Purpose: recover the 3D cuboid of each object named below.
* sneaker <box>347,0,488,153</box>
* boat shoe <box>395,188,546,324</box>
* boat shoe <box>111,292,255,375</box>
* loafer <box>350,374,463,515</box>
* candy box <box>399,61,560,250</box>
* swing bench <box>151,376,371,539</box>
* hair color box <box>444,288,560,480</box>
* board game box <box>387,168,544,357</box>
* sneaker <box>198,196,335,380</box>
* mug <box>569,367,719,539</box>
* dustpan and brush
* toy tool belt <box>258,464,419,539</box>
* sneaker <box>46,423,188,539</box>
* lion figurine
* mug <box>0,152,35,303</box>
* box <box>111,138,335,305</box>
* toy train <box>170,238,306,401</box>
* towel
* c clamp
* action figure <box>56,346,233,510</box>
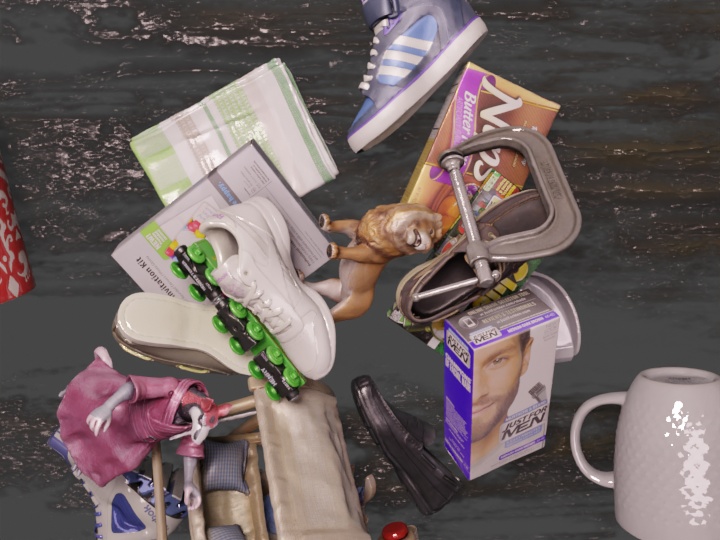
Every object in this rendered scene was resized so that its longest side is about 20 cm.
[{"bbox_3d":[0.024,-0.245,0.728,0.200,0.081,0.147,-43,91,8],"label":"sneaker"},{"bbox_3d":[0.125,-0.005,0.694,0.200,0.073,0.075,-40,101,9],"label":"boat shoe"},{"bbox_3d":[-0.170,0.077,0.736,0.200,0.060,0.073,18,58,-25],"label":"boat shoe"},{"bbox_3d":[0.056,0.202,0.808,0.070,0.068,0.202,-33,105,-5],"label":"loafer"},{"bbox_3d":[0.127,-0.116,0.760,0.116,0.056,0.202,23,101,-6],"label":"candy box"},{"bbox_3d":[-0.109,0.236,0.714,0.198,0.200,0.130,-26,143,10],"label":"swing bench"},{"bbox_3d":[0.154,0.130,0.749,0.108,0.065,0.202,-18,125,-18],"label":"hair color box"},{"bbox_3d":[0.128,0.000,0.745,0.104,0.023,0.201,33,103,-10],"label":"board game box"},{"bbox_3d":[-0.097,0.026,0.676,0.075,0.099,0.201,-35,80,42],"label":"sneaker"},{"bbox_3d":[0.351,0.209,0.794,0.198,0.147,0.178,0,95,28],"label":"mug"},{"bbox_3d":[0.188,0.026,0.785,0.138,0.057,0.202,-8,99,-1],"label":"dustpan and brush"},{"bbox_3d":[-0.037,0.287,0.784,0.198,0.125,0.124,-10,96,17],"label":"toy tool belt"},{"bbox_3d":[-0.294,0.266,0.793,0.199,0.081,0.116,35,94,-9],"label":"sneaker"},{"bbox_3d":[0.000,0.000,0.737,0.121,0.073,0.201,2,140,-31],"label":"lion figurine"},{"bbox_3d":[-0.444,-0.064,0.727,0.133,0.177,0.202,-23,107,-35],"label":"mug"},{"bbox_3d":[-0.150,-0.024,0.755,0.199,0.041,0.156,-35,109,8],"label":"box"},{"bbox_3d":[-0.125,0.051,0.708,0.042,0.056,0.201,-37,91,21],"label":"toy train"},{"bbox_3d":[-0.142,-0.128,0.759,0.199,0.031,0.150,-27,99,2],"label":"towel"},{"bbox_3d":[0.127,-0.069,0.668,0.169,0.202,0.027,-8,144,9],"label":"c clamp"},{"bbox_3d":[-0.209,0.151,0.688,0.198,0.149,0.135,-16,118,21],"label":"action figure"}]
